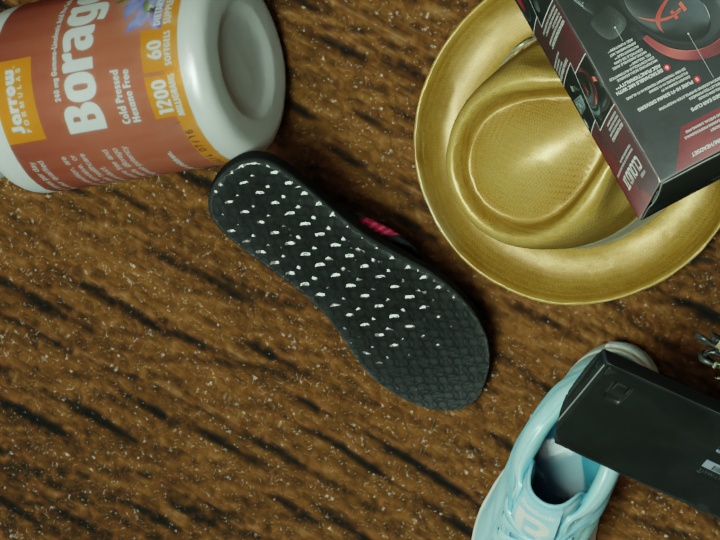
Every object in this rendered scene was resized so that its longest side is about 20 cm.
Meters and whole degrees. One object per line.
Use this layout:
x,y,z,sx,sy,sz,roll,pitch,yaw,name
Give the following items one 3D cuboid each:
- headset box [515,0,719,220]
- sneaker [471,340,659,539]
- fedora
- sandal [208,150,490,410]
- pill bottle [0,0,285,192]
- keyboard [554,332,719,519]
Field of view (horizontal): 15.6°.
0.172,-0.133,1.345,0.148,0.075,0.200,-28,79,-9,headset box
0.100,0.133,1.474,0.074,0.082,0.201,26,109,18,sneaker
0.110,-0.070,1.429,0.200,0.082,0.202,5,102,22,fedora
0.000,0.000,1.500,0.200,0.045,0.075,42,112,-11,sandal
-0.153,-0.105,1.523,0.199,0.112,0.113,-9,96,25,pill bottle
0.210,0.089,1.392,0.199,0.021,0.127,24,135,-11,keyboard
